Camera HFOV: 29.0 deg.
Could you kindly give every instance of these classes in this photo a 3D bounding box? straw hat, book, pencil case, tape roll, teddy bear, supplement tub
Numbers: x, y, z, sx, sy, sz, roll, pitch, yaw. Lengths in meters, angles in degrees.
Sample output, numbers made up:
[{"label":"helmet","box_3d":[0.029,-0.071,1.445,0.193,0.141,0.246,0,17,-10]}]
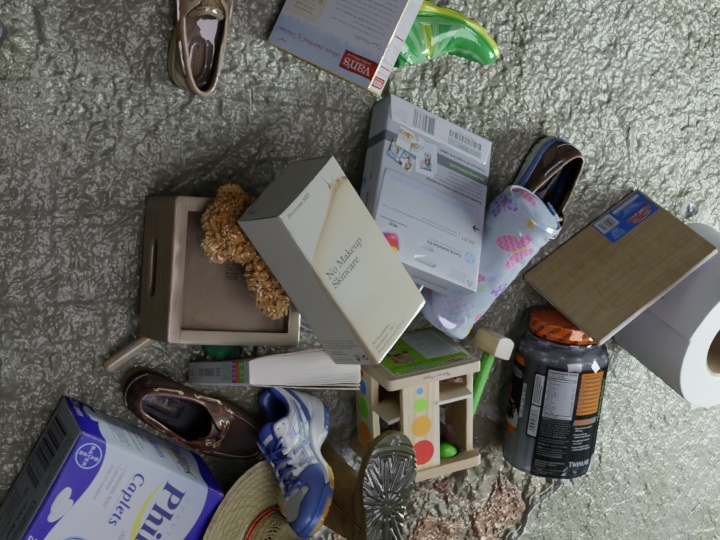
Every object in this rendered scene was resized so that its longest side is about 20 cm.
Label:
[{"label":"straw hat","box_3d":[-0.104,0.329,1.649,0.201,0.085,0.202,-45,148,-39]},{"label":"book","box_3d":[-0.101,0.111,1.571,0.132,0.200,0.049,0,86,-25]},{"label":"pencil case","box_3d":[0.154,-0.008,1.686,0.090,0.083,0.200,23,117,-32]},{"label":"tape roll","box_3d":[0.447,0.057,1.825,0.201,0.139,0.204,-20,130,-25]},{"label":"teddy bear","box_3d":[-0.076,-0.017,1.487,0.145,0.067,0.200,-47,112,-21]},{"label":"supplement tub","box_3d":[0.254,0.157,1.801,0.121,0.122,0.202,0,106,-26]}]

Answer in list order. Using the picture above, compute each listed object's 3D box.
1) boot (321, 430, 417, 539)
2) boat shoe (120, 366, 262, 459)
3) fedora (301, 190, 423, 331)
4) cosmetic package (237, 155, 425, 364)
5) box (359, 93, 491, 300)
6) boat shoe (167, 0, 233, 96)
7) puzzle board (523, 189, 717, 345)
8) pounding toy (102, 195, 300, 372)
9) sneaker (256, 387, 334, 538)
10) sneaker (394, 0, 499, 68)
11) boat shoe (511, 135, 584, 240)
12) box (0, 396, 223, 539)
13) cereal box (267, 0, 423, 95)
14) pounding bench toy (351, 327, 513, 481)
[{"label":"boot","box_3d":[-0.013,0.246,1.656,0.066,0.200,0.177,4,102,-26]},{"label":"boat shoe","box_3d":[-0.189,0.178,1.624,0.199,0.070,0.071,26,93,-31]},{"label":"fedora","box_3d":[0.000,0.000,1.644,0.198,0.090,0.179,-8,109,-23]},{"label":"cosmetic package","box_3d":[-0.027,-0.008,1.449,0.104,0.073,0.201,-51,121,-32]},{"label":"box","box_3d":[0.075,-0.085,1.621,0.155,0.041,0.202,21,62,-28]},{"label":"boat shoe","box_3d":[-0.164,-0.288,1.486,0.071,0.064,0.202,-4,108,-24]},{"label":"puzzle board","box_3d":[0.330,-0.006,1.774,0.199,0.151,0.017,-36,139,-11]},{"label":"pounding toy","box_3d":[-0.176,0.021,1.555,0.182,0.142,0.202,3,91,-27]},{"label":"sneaker","box_3d":[-0.086,0.222,1.629,0.088,0.201,0.075,27,123,-28]},{"label":"sneaker","box_3d":[0.065,-0.270,1.602,0.198,0.074,0.084,15,97,-20]},{"label":"boat shoe","box_3d":[0.214,-0.070,1.735,0.072,0.072,0.202,20,97,-31]},{"label":"box","box_3d":[-0.289,0.276,1.586,0.199,0.105,0.185,29,93,-31]},{"label":"cereal box","box_3d":[0.000,-0.310,1.519,0.201,0.143,0.039,-64,155,6]},{"label":"pounding bench toy","box_3d":[0.099,0.167,1.727,0.198,0.124,0.158,-11,111,-22]}]
